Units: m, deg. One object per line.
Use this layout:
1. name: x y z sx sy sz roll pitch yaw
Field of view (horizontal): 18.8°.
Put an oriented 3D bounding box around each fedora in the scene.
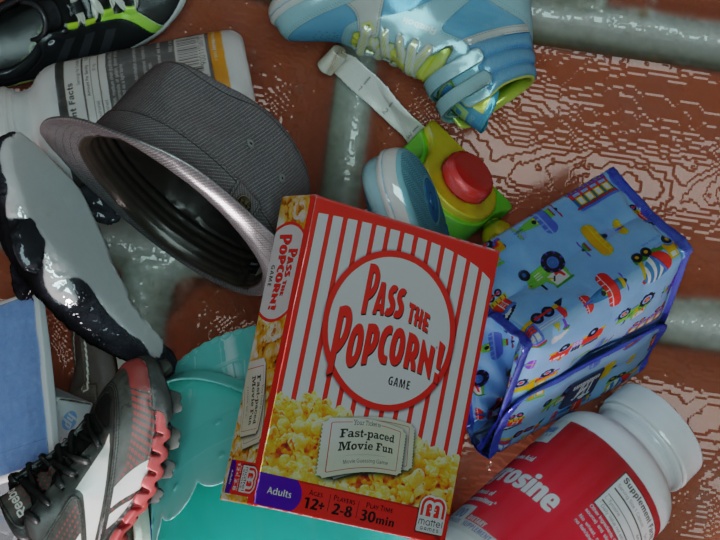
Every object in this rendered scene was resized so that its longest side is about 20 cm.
1. fedora: -0.108 -0.073 1.465 0.200 0.177 0.090 41 70 -21

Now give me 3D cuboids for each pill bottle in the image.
1. pill bottle: -0.173 -0.102 1.579 0.199 0.116 0.117 -12 93 -1
2. pill bottle: 0.153 0.176 1.588 0.200 0.112 0.112 -39 94 -21

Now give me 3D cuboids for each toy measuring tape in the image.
1. toy measuring tape: 0.037 -0.081 1.608 0.200 0.074 0.074 44 90 -3

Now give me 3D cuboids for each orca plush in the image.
1. orca plush: -0.207 0.001 1.517 0.071 0.105 0.200 -28 115 36

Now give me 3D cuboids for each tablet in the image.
1. tablet: -0.298 0.101 1.567 0.199 0.014 0.131 -19 70 30

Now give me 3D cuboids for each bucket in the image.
1. bucket: -0.058 0.144 1.544 0.206 0.135 0.208 -7 137 -6

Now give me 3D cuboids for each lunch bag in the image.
1. lunch bag: 0.144 0.048 1.572 0.150 0.200 0.094 -30 59 -20

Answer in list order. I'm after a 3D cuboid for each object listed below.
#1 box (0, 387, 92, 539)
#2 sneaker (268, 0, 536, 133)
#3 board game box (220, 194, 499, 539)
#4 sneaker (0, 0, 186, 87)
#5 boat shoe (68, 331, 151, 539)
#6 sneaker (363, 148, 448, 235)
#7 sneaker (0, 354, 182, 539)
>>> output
1. box: -0.289 0.167 1.581 0.155 0.041 0.201 18 93 36
2. sneaker: 0.038 -0.159 1.585 0.199 0.080 0.131 -8 77 -5
3. board game box: 0.001 0.066 1.413 0.151 0.046 0.201 15 82 -32
4. sneaker: -0.214 -0.180 1.589 0.199 0.083 0.072 -27 94 -1
5. boat shoe: -0.195 0.124 1.585 0.059 0.072 0.201 -6 71 -13
6. sneaker: 0.000 0.000 1.561 0.130 0.080 0.200 -7 133 14
7. sneaker: -0.189 0.145 1.471 0.098 0.071 0.201 14 110 -28
